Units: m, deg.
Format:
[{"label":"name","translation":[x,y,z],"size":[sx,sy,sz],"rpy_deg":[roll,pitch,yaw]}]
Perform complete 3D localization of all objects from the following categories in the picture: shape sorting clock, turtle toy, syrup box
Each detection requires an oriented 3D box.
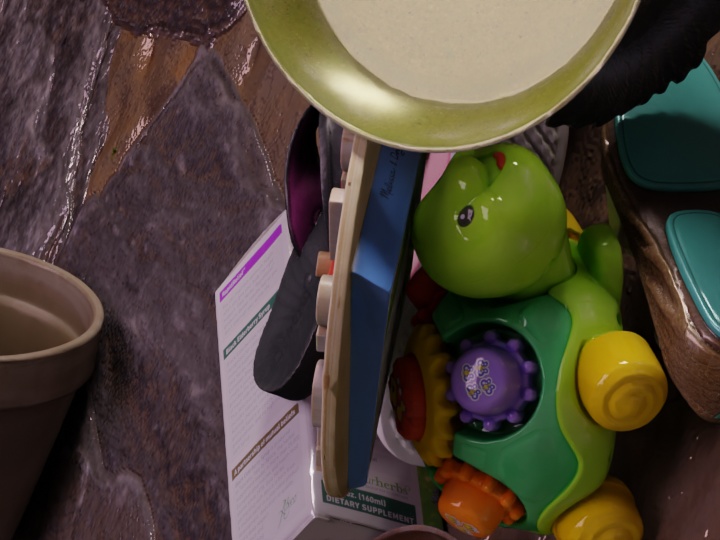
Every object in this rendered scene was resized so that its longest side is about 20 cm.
[{"label":"shape sorting clock","translation":[0.000,0.000,1.208],"size":[0.200,0.039,0.201],"rpy_deg":[10,-90,-87]},{"label":"turtle toy","translation":[0.066,0.033,1.205],"size":[0.146,0.100,0.201],"rpy_deg":[-115,25,-54]},{"label":"syrup box","translation":[-0.018,0.073,1.412],"size":[0.081,0.078,0.201],"rpy_deg":[-47,36,39]}]

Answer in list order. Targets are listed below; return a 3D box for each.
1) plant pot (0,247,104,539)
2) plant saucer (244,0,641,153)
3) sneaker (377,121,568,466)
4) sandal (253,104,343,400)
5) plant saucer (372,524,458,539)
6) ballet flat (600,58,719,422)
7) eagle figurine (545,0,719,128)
[{"label":"plant pot","translation":[-0.279,0.094,1.799],"size":[0.200,0.199,0.175],"rpy_deg":[-130,47,-59]},{"label":"plant saucer","translation":[0.038,-0.148,1.108],"size":[0.199,0.031,0.201],"rpy_deg":[2,93,31]},{"label":"sneaker","translation":[0.048,-0.006,1.353],"size":[0.105,0.075,0.201],"rpy_deg":[-153,77,-75]},{"label":"sandal","translation":[-0.014,-0.036,1.348],"size":[0.075,0.048,0.201],"rpy_deg":[2,70,63]},{"label":"plant saucer","translation":[0.024,0.221,1.281],"size":[0.200,0.034,0.201],"rpy_deg":[-32,51,51]},{"label":"ballet flat","translation":[0.141,-0.014,1.201],"size":[0.073,0.067,0.201],"rpy_deg":[107,157,-44]},{"label":"eagle figurine","translation":[0.140,-0.167,1.148],"size":[0.199,0.151,0.153],"rpy_deg":[-21,58,29]}]
